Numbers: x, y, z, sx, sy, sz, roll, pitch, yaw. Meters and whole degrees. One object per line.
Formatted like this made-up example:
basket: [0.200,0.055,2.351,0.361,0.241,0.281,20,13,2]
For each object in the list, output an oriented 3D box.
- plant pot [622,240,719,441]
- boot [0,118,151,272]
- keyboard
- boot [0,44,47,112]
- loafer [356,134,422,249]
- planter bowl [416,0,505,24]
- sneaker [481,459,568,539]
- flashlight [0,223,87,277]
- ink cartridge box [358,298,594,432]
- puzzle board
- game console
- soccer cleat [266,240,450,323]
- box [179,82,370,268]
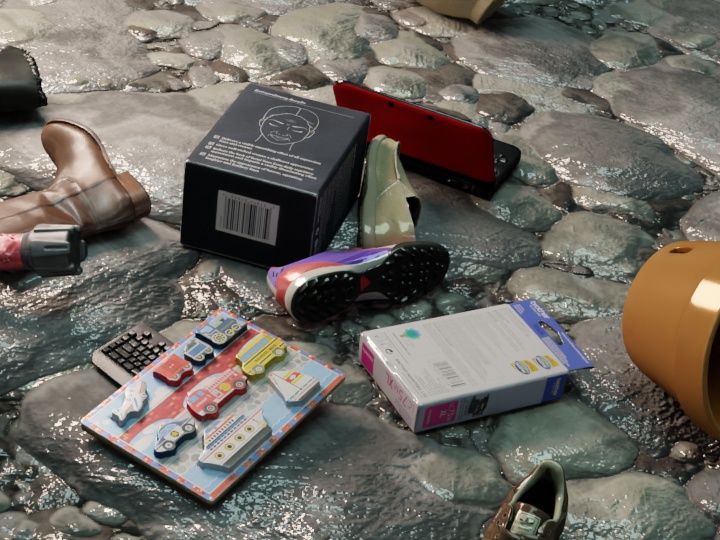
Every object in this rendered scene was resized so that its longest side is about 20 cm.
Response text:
plant pot: [0.347,0.055,1.426,0.199,0.202,0.140,-15,23,-32]
boot: [-0.349,-0.079,1.563,0.199,0.065,0.186,-27,49,-36]
keyboard: [-0.142,0.101,1.376,0.199,0.021,0.127,32,40,29]
boot: [-0.439,-0.195,1.707,0.162,0.074,0.198,-8,37,-30]
loafer: [0.033,-0.073,1.635,0.068,0.076,0.201,9,43,-3]
planter bowl: [0.161,-0.438,2.123,0.135,0.200,0.200,45,41,4]
sneaker: [0.118,0.227,1.199,0.070,0.076,0.200,18,34,13]
flashlight: [-0.369,-0.018,1.426,0.198,0.068,0.068,-1,45,6]
ink cartridge box: [0.112,0.089,1.437,0.199,0.042,0.119,-12,39,-24]
puzzle board: [-0.129,0.113,1.334,0.150,0.017,0.200,25,43,25]
game console: [0.083,-0.177,1.755,0.199,0.119,0.172,21,35,16]
soccer cleat: [0.000,0.000,1.523,0.199,0.069,0.073,-15,32,-29]
box: [-0.090,-0.101,1.611,0.147,0.108,0.200,15,35,10]
